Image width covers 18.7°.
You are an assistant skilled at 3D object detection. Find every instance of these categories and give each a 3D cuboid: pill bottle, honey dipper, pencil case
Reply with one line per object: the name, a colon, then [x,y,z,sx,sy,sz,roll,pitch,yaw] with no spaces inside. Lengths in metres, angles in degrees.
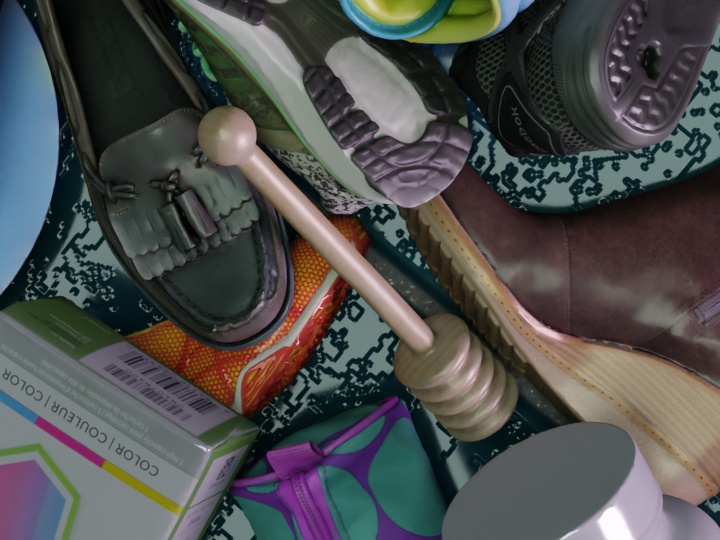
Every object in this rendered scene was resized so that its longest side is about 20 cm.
pill bottle: [0.114,0.164,0.874,0.112,0.112,0.201,-28,112,5]
honey dipper: [0.000,0.000,0.879,0.038,0.038,0.200,-38,128,5]
pencil case: [0.016,0.158,0.918,0.085,0.092,0.201,-22,91,18]

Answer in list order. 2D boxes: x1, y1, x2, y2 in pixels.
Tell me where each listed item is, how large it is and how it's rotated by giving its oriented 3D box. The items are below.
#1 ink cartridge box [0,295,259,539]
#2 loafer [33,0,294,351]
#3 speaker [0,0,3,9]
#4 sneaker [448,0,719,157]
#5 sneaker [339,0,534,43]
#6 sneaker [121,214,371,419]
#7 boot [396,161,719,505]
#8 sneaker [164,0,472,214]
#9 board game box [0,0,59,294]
ink cartridge box: [-0.135,0.123,0.888,0.103,0.059,0.201,32,105,13]
loafer: [-0.092,-0.060,0.893,0.072,0.063,0.201,-28,71,4]
speaker: [-0.180,-0.133,0.887,0.081,0.081,0.202,12,75,3]
sneaker: [0.102,-0.119,0.884,0.076,0.114,0.200,50,54,-26]
sneaker: [0.011,-0.161,0.839,0.131,0.080,0.200,-45,50,-12]
sneaker: [-0.077,0.043,0.927,0.200,0.073,0.077,-43,84,4]
boot: [0.127,-0.015,0.923,0.166,0.072,0.200,-42,89,-6]
sneaker: [-0.049,-0.094,0.870,0.077,0.089,0.200,-39,90,-34]
board game box: [-0.226,-0.058,0.947,0.198,0.039,0.159,9,88,1]
